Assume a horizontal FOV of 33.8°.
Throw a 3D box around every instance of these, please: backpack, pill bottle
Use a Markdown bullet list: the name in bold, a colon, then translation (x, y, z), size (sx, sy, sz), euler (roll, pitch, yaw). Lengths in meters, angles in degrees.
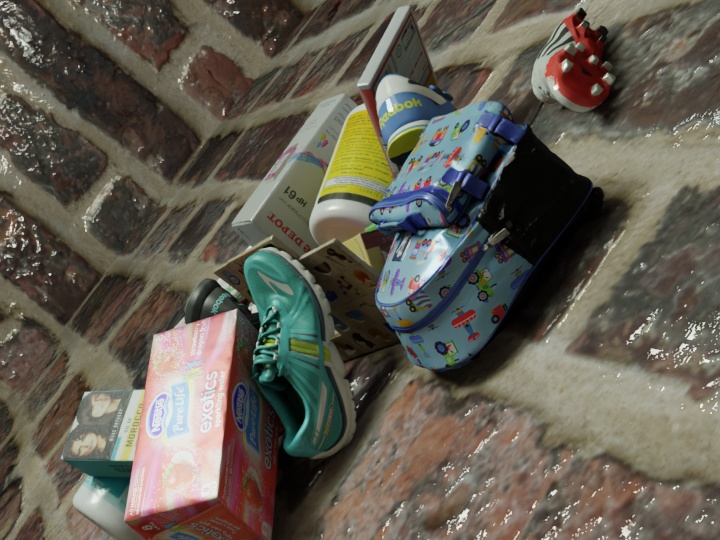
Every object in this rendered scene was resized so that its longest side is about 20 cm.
- **backpack**: translation (0.081, -0.022, 1.007), size (0.202, 0.134, 0.182), euler (-56, 16, -8)
- **pill bottle**: translation (-0.229, 0.213, 1.350), size (0.201, 0.110, 0.110), euler (-56, 18, -19)
- **pill bottle**: translation (0.021, -0.115, 1.340), size (0.112, 0.111, 0.203), euler (-25, 40, 54)

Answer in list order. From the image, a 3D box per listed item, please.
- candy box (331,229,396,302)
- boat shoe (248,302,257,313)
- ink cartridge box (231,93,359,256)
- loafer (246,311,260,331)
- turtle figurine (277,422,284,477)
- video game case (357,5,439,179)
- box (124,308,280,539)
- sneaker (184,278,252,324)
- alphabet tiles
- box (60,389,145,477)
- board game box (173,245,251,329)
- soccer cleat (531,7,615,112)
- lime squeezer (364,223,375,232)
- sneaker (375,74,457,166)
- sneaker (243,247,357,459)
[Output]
- **candy box**: translation (0.000, 0.000, 1.208), size (0.115, 0.057, 0.199), euler (-16, -6, -34)
- **boat shoe**: translation (-0.098, 0.052, 1.432), size (0.070, 0.070, 0.200), euler (-56, 8, -19)
- **ink cartridge box**: translation (-0.039, -0.087, 1.431), size (0.201, 0.144, 0.084), euler (-54, 19, -14)
- **loafer**: translation (-0.114, 0.085, 1.273), size (0.072, 0.074, 0.199), euler (-8, 2, 28)
- **turtle figurine**: translation (-0.086, 0.141, 1.210), size (0.161, 0.064, 0.201), euler (-44, 18, 21)
- **video game case**: translation (0.057, -0.158, 1.269), size (0.017, 0.202, 0.144), euler (-2, 42, 27)
- **box**: translation (-0.139, 0.151, 1.084), size (0.101, 0.095, 0.203), euler (-16, 47, 21)
- **sneaker**: translation (-0.158, 0.092, 1.415), size (0.076, 0.078, 0.201), euler (-58, -19, -27)
- **alphabet tiles**: translation (-0.038, 0.025, 1.151), size (0.199, 0.166, 0.008), euler (-25, 32, 55)
- **box**: translation (-0.224, 0.171, 1.246), size (0.197, 0.049, 0.084), euler (-7, 57, 37)
- **board game box**: translation (-0.168, 0.050, 1.556), size (0.200, 0.035, 0.126), euler (-46, -20, 16)
- **soccer cleat**: translation (0.204, -0.191, 1.172), size (0.085, 0.068, 0.201), euler (-50, 11, 31)
- **lime squeezer**: translation (0.082, -0.087, 1.193), size (0.198, 0.038, 0.071), euler (-29, 14, 13)
- **sneaker**: translation (0.077, -0.143, 1.196), size (0.073, 0.083, 0.199), euler (-31, -20, 19)
- **sneaker**: translation (-0.065, 0.073, 1.083), size (0.079, 0.203, 0.077), euler (-10, -17, -40)
